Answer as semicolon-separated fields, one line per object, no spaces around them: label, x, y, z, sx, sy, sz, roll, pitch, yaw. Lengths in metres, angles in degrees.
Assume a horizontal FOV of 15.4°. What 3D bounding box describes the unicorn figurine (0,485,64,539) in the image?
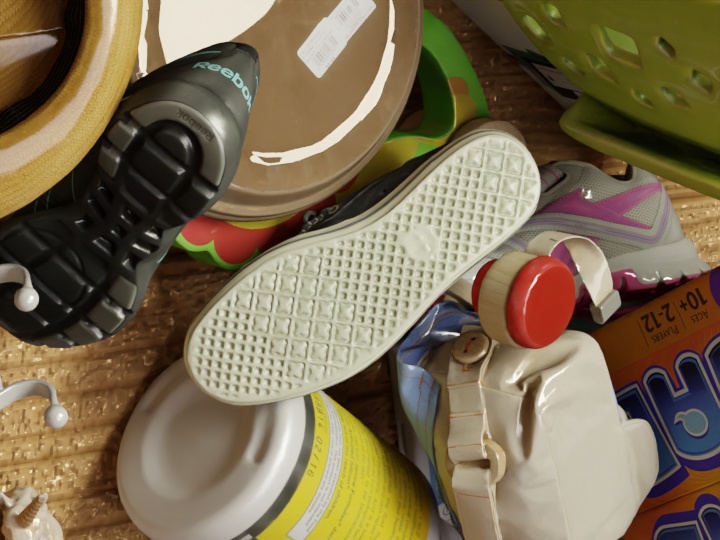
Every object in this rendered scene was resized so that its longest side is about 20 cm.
unicorn figurine;-0.147;0.181;1.329;0.200;0.074;0.138;19;83;-60

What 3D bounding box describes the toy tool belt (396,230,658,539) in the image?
toy tool belt;0.066;0.064;1.366;0.125;0.123;0.201;-43;133;-30

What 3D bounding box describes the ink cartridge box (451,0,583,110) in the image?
ink cartridge box;0.148;-0.163;1.457;0.200;0.084;0.147;39;77;-44

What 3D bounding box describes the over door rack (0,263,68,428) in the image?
over door rack;-0.228;0.047;1.164;0.199;0.067;0.148;-24;125;-23

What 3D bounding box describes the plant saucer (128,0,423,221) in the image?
plant saucer;-0.047;-0.123;1.283;0.199;0.029;0.201;-4;97;-34

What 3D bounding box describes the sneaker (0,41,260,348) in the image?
sneaker;-0.107;-0.033;1.220;0.075;0.200;0.079;41;41;-12

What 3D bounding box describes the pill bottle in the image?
pill bottle;-0.027;0.127;1.385;0.200;0.111;0.112;39;78;-45

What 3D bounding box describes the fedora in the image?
fedora;-0.195;-0.112;1.132;0.199;0.082;0.202;-3;98;-21

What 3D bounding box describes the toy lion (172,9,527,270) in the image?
toy lion;-0.026;-0.069;1.352;0.200;0.068;0.192;-42;123;-24

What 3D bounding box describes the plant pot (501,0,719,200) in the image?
plant pot;0.199;-0.144;1.319;0.200;0.198;0.182;-44;136;-24

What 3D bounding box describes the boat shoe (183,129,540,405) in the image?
boat shoe;0.000;0.000;1.307;0.200;0.062;0.075;-36;97;-11

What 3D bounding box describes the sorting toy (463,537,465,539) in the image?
sorting toy;0.165;0.229;1.537;0.199;0.069;0.200;8;65;-45

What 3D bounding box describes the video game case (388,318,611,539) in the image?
video game case;0.102;0.088;1.559;0.199;0.022;0.183;-26;123;-34

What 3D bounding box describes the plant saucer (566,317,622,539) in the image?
plant saucer;0.157;0.120;1.515;0.199;0.027;0.201;24;50;-31

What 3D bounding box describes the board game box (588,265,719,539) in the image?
board game box;0.261;0.078;1.429;0.199;0.200;0.201;-22;84;-34

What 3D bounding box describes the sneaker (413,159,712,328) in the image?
sneaker;0.098;-0.013;1.477;0.199;0.081;0.089;-9;74;-36
